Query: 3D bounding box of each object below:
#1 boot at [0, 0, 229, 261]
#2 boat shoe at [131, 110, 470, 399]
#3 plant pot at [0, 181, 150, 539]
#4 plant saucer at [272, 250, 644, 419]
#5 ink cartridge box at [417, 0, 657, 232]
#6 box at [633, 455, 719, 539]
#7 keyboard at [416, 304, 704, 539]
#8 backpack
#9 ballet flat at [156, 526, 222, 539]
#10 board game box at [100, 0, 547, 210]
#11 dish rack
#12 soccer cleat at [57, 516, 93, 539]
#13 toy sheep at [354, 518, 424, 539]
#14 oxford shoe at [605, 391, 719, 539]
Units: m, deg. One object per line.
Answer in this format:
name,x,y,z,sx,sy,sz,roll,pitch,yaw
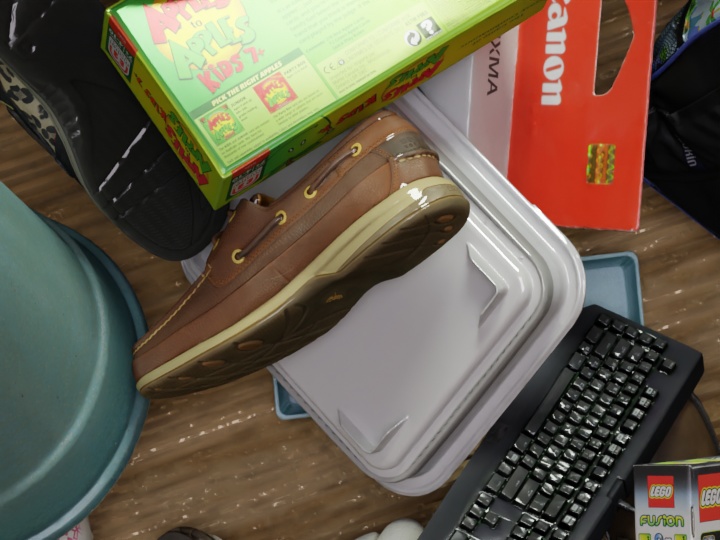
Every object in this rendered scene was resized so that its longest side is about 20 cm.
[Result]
boot,-0.157,-0.101,1.382,0.073,0.154,0.204,-43,118,-11
boat shoe,-0.037,-0.005,1.324,0.200,0.072,0.068,-36,71,24
plant pot,-0.223,0.023,1.311,0.199,0.196,0.201,-5,66,11
plant saucer,0.051,0.034,1.431,0.199,0.019,0.070,-6,89,1
ink cartridge box,0.067,-0.120,1.373,0.173,0.043,0.201,4,89,41
box,0.211,0.145,1.353,0.035,0.200,0.110,-3,88,42
keyboard,0.120,0.108,1.350,0.127,0.021,0.200,28,56,13
backpack,0.243,-0.091,1.340,0.183,0.200,0.147,40,65,-1
ballet flat,-0.039,0.215,1.416,0.046,0.067,0.200,-35,86,-42
board game box,-0.015,-0.126,1.305,0.200,0.048,0.102,-32,78,-17
dish rack,0.000,0.000,1.364,0.200,0.043,0.172,47,117,19
soccer cleat,-0.152,0.187,1.409,0.086,0.070,0.201,8,95,-8
toy sheep,0.039,0.189,1.373,0.200,0.138,0.138,29,89,9
oxford shoe,0.163,0.155,1.397,0.072,0.084,0.201,-4,88,2
